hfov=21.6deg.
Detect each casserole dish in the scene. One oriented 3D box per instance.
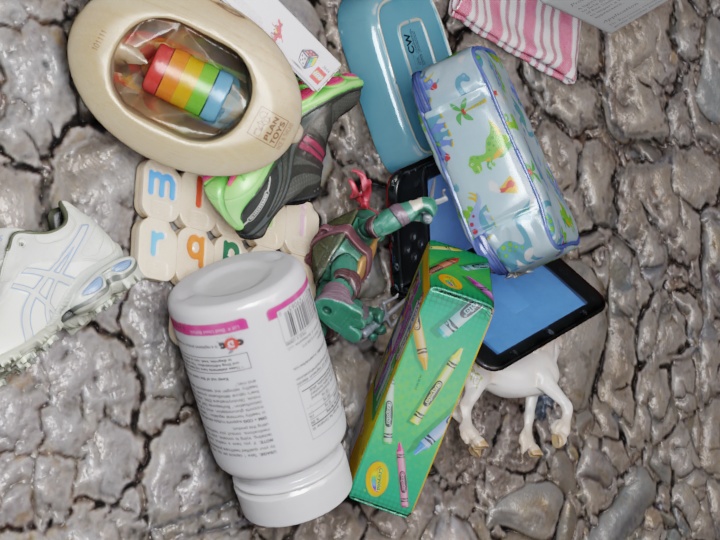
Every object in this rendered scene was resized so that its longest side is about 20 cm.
[{"bbox_3d":[0.047,-0.182,1.755,0.121,0.039,0.201,-26,101,-46],"label":"casserole dish"}]

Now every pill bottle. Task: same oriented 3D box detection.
[{"bbox_3d":[-0.076,0.096,1.511,0.113,0.113,0.201,-36,119,-43],"label":"pill bottle"}]

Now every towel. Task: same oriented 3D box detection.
[{"bbox_3d":[0.165,-0.288,1.903,0.199,0.030,0.147,23,67,-42],"label":"towel"}]

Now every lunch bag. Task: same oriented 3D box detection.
[{"bbox_3d":[0.121,-0.094,1.672,0.201,0.082,0.161,67,16,3],"label":"lunch bag"}]

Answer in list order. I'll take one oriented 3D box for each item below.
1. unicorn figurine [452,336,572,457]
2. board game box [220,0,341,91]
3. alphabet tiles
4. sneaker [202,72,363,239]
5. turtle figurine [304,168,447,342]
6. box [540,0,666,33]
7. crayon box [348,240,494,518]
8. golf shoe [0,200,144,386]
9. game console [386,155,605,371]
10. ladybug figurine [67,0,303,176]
[{"bbox_3d":[0.146,0.106,1.776,0.199,0.074,0.138,11,64,-39],"label":"unicorn figurine"},{"bbox_3d":[-0.111,-0.236,1.542,0.035,0.126,0.200,-47,123,1],"label":"board game box"},{"bbox_3d":[-0.111,-0.026,1.579,0.199,0.015,0.197,14,73,-44],"label":"alphabet tiles"},{"bbox_3d":[-0.063,-0.101,1.592,0.200,0.076,0.084,-49,134,-35],"label":"sneaker"},{"bbox_3d":[0.000,0.000,1.616,0.200,0.100,0.150,-59,167,-47],"label":"turtle figurine"},{"bbox_3d":[0.264,-0.375,1.859,0.130,0.198,0.201,14,55,-50],"label":"box"},{"bbox_3d":[0.049,0.089,1.575,0.058,0.119,0.201,19,109,-5],"label":"crayon box"},{"bbox_3d":[-0.256,0.021,1.394,0.097,0.078,0.200,53,42,-4],"label":"golf shoe"},{"bbox_3d":[0.130,-0.026,1.747,0.200,0.118,0.173,-25,119,-46],"label":"game console"},{"bbox_3d":[-0.137,-0.151,1.495,0.199,0.072,0.136,30,95,-9],"label":"ladybug figurine"}]
